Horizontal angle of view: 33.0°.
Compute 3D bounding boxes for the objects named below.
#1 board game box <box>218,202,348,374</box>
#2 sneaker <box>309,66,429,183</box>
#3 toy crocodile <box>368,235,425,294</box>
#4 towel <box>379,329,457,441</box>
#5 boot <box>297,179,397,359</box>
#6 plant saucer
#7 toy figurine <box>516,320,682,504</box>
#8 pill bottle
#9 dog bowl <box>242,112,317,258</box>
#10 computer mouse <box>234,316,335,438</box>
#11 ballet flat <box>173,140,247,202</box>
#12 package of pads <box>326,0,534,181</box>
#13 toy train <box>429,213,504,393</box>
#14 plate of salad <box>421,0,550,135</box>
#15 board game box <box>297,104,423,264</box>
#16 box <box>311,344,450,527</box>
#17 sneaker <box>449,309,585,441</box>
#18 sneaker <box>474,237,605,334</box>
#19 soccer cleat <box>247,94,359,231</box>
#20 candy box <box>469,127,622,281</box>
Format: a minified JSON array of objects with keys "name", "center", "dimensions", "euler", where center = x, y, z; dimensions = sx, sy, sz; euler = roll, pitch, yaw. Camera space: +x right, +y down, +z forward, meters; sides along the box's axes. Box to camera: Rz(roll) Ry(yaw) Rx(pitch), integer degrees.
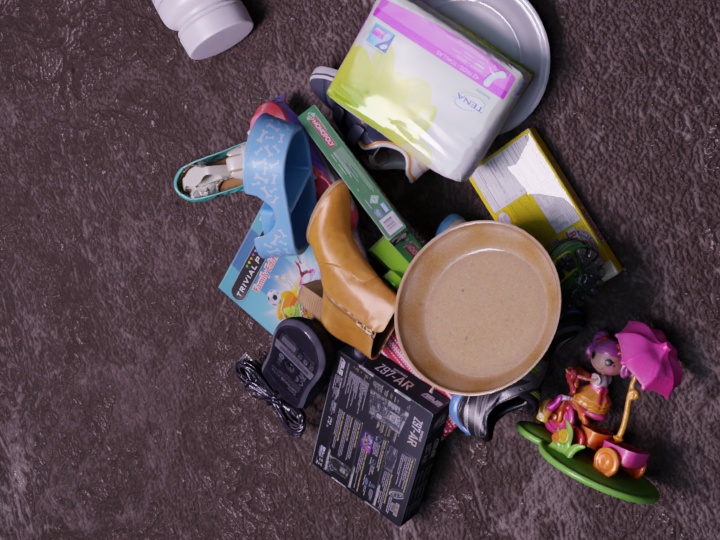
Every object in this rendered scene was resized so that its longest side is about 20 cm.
[{"name":"board game box","center":[-0.079,0.023,1.633],"dimensions":[0.200,0.047,0.151],"euler":[39,118,16]},{"name":"sneaker","center":[0.007,-0.180,1.504],"dimensions":[0.200,0.078,0.079],"euler":[31,80,20]},{"name":"toy crocodile","center":[0.092,0.025,1.531],"dimensions":[0.200,0.062,0.068],"euler":[38,78,19]},{"name":"towel","center":[0.066,0.158,1.571],"dimensions":[0.145,0.022,0.200],"euler":[50,133,11]},{"name":"boot","center":[-0.001,0.001,1.512],"dimensions":[0.144,0.071,0.202],"euler":[31,124,28]},{"name":"plant saucer","center":[0.135,0.044,1.361],"dimensions":[0.200,0.035,0.201],"euler":[-9,71,26]},{"name":"toy figurine","center":[0.294,0.144,1.422],"dimensions":[0.200,0.150,0.184],"euler":[31,103,47]},{"name":"pill bottle","center":[-0.226,-0.385,1.583],"dimensions":[0.113,0.113,0.200],"euler":[-30,86,32]},{"name":"dog bowl","center":[-0.095,-0.099,1.494],"dimensions":[0.049,0.112,0.200],"euler":[9,136,15]},{"name":"computer mouse","center":[-0.086,0.122,1.608],"dimensions":[0.139,0.053,0.200],"euler":[47,140,12]},{"name":"ballet flat","center":[-0.173,-0.135,1.636],"dimensions":[0.200,0.070,0.068],"euler":[-18,89,31]},{"name":"package of pads","center":[0.077,-0.213,1.407],"dimensions":[0.200,0.068,0.155],"euler":[34,110,11]},{"name":"toy train","center":[0.101,0.034,1.458],"dimensions":[0.116,0.085,0.200],"euler":[37,92,36]},{"name":"plate of salad","center":[0.132,-0.256,1.444],"dimensions":[0.200,0.048,0.201],"euler":[11,117,23]},{"name":"board game box","center":[0.006,-0.100,1.484],"dimensions":[0.029,0.135,0.200],"euler":[-38,69,5]},{"name":"box","center":[0.023,0.213,1.588],"dimensions":[0.160,0.043,0.200],"euler":[31,127,27]},{"name":"sneaker","center":[0.197,0.126,1.447],"dimensions":[0.200,0.071,0.083],"euler":[-44,58,-2]},{"name":"sneaker","center":[0.199,0.044,1.412],"dimensions":[0.200,0.085,0.078],"euler":[-43,104,11]},{"name":"soccer cleat","center":[-0.061,-0.139,1.575],"dimensions":[0.200,0.076,0.067],"euler":[48,142,-10]},{"name":"candy box","center":[0.218,-0.060,1.453],"dimensions":[0.102,0.026,0.200],"euler":[-33,85,31]}]
